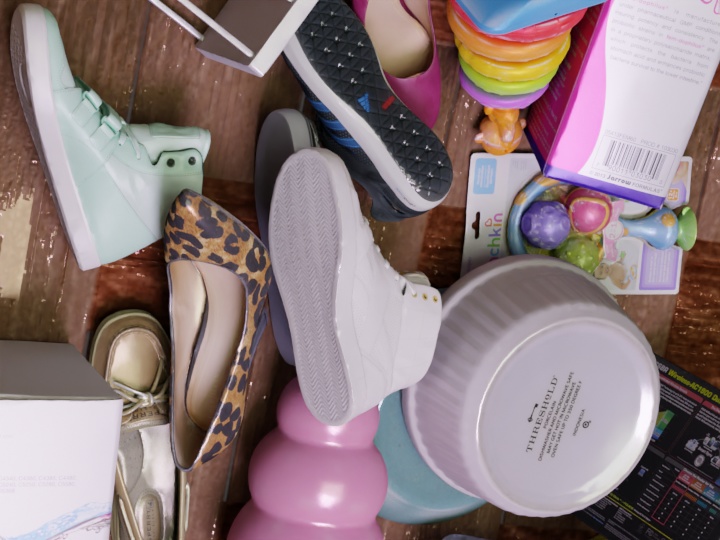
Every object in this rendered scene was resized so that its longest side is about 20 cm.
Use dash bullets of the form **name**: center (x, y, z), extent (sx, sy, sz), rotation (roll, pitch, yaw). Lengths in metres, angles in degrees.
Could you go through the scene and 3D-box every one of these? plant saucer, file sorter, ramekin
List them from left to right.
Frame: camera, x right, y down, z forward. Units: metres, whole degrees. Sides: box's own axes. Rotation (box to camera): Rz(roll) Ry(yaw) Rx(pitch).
- **file sorter**: center (-0.073, -0.257, 1.386), extent (0.124, 0.139, 0.200), rotation (38, 87, -23)
- **plant saucer**: center (0.069, 0.115, 1.593), extent (0.199, 0.036, 0.201), rotation (-7, 110, -21)
- **ramekin**: center (0.139, 0.096, 1.544), extent (0.201, 0.094, 0.204), rotation (-8, 110, -22)

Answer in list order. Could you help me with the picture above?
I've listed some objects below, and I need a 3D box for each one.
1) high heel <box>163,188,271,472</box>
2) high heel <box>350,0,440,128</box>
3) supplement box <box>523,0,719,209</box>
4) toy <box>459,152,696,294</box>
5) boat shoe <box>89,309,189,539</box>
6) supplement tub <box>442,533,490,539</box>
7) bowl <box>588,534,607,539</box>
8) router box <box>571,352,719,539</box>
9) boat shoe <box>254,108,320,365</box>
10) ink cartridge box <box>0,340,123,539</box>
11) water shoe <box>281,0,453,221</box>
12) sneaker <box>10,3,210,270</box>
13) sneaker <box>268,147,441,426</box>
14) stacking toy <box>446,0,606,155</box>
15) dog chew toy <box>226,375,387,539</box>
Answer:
- **high heel**: center (-0.114, 0.045, 1.415), extent (0.200, 0.071, 0.143), rotation (72, 33, -54)
- **high heel**: center (0.029, -0.186, 1.470), extent (0.067, 0.096, 0.201), rotation (-27, 112, -15)
- **supplement box**: center (0.208, -0.166, 1.519), extent (0.101, 0.103, 0.201), rotation (15, 112, -11)
- **toy**: center (0.181, -0.033, 1.603), extent (0.199, 0.047, 0.116), rotation (-1, 103, -24)
- **boat shoe**: center (-0.158, 0.130, 1.487), extent (0.073, 0.063, 0.202), rotation (-6, 106, -22)
- **supplement tub**: center (0.151, 0.284, 1.587), extent (0.199, 0.123, 0.123), rotation (10, 101, 7)
- **bowl**: center (0.246, 0.326, 1.692), extent (0.199, 0.108, 0.202), rotation (-6, 106, -22)
- **router box**: center (0.256, 0.165, 1.602), extent (0.062, 0.200, 0.150), rotation (35, 89, -35)
- **boat shoe**: center (-0.032, -0.027, 1.502), extent (0.066, 0.070, 0.201), rotation (-15, 109, -28)
- **ink cartridge box**: center (-0.262, 0.162, 1.404), extent (0.145, 0.147, 0.201), rotation (2, 103, -23)
- **water shoe**: center (-0.016, -0.119, 1.478), extent (0.071, 0.079, 0.201), rotation (-39, 97, -40)
- **sneaker**: center (-0.172, -0.108, 1.413), extent (0.118, 0.074, 0.201), rotation (-20, 120, -11)
- **sneaker**: center (0.000, 0.000, 1.464), extent (0.115, 0.073, 0.201), rotation (-21, 111, -46)
- **stacking toy**: center (0.112, -0.162, 1.504), extent (0.115, 0.110, 0.201), rotation (-20, 142, -17)
- **dog chew toy**: center (-0.034, 0.169, 1.521), extent (0.124, 0.124, 0.201), rotation (5, 98, -25)
